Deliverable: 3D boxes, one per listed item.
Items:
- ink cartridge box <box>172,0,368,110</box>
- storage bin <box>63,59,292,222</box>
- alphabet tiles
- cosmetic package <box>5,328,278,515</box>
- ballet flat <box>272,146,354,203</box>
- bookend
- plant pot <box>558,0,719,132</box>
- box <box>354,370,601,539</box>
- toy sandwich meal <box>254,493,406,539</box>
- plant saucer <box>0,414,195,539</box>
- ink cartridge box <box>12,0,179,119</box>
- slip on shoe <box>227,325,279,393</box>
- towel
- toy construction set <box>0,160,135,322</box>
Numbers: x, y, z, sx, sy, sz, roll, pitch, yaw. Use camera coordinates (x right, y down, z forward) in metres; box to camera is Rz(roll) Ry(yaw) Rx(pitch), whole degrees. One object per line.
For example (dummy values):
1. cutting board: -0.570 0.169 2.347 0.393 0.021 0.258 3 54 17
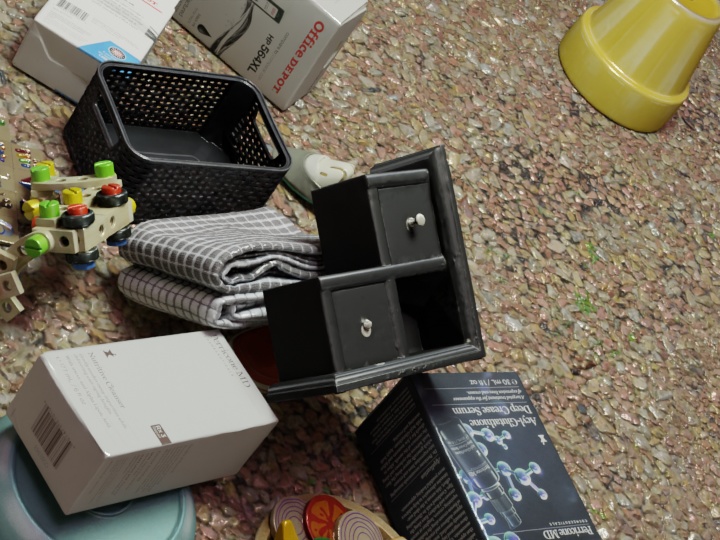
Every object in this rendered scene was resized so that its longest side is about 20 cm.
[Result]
1. ink cartridge box: -0.113 -0.310 1.777 0.200 0.146 0.084 40 37 3
2. storage bin: -0.187 -0.127 1.572 0.199 0.094 0.136 2 50 -40
3. alphabet tiles: -0.390 -0.098 1.441 0.199 0.006 0.167 12 45 -31
4. cosmetic package: -0.179 0.122 1.281 0.199 0.081 0.113 -10 55 -50
5. ballet flat: -0.012 -0.083 1.697 0.200 0.064 0.067 45 37 8
6. bookend: 0.000 0.000 1.365 0.198 0.092 0.202 -8 87 -46
7. plant pot: 0.420 -0.337 2.223 0.199 0.189 0.202 24 39 -21
8. box: 0.110 0.206 1.466 0.147 0.107 0.201 2 51 -39
9. toy sandwich meal: -0.001 0.271 1.335 0.204 0.070 0.206 23 40 -21
10. plant saucer: -0.222 0.183 1.277 0.199 0.027 0.201 24 39 -21
11. ink cartridge box: -0.278 -0.263 1.654 0.115 0.068 0.201 32 38 -9
12. slip on shoe: -0.051 0.073 1.506 0.199 0.061 0.074 -5 57 -41
13. towel: -0.107 -0.005 1.446 0.199 0.086 0.165 -7 13 -43
14. toy construction set: -0.278 -0.038 1.380 0.130 0.093 0.200 4 35 20
